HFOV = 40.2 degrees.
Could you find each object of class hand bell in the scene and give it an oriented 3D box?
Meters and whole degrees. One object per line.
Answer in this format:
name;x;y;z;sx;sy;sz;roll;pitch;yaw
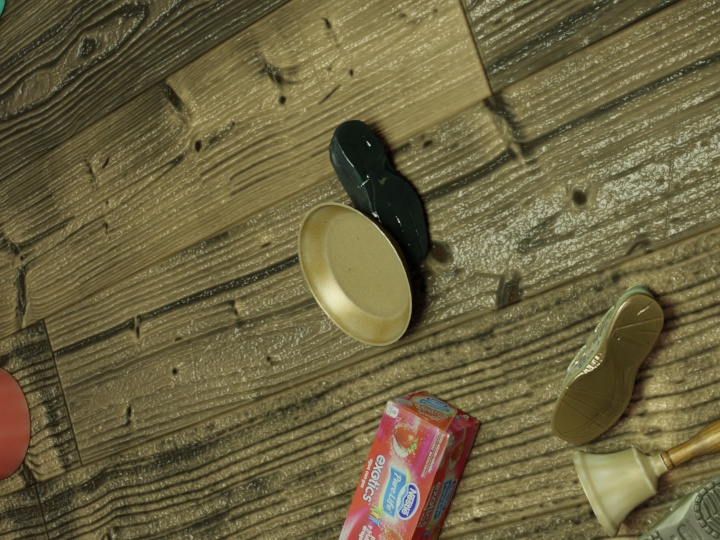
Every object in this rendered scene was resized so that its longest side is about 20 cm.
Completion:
hand bell;0.348;0.208;1.091;0.198;0.104;0.105;-28;78;15

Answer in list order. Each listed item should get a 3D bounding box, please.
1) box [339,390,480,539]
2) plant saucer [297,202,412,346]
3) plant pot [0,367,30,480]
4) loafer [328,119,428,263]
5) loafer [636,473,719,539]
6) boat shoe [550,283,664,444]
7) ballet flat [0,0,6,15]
box;0.062;0.265;1.238;0.095;0.099;0.202;25;103;27
plant saucer;0.000;0.000;1.269;0.199;0.035;0.202;27;132;34
plant pot;-0.679;0.268;1.632;0.198;0.177;0.203;1;93;30
loafer;0.023;-0.096;1.281;0.202;0.072;0.072;63;156;6
loafer;0.375;0.273;1.077;0.199;0.067;0.077;-34;78;11
boat shoe;0.284;0.110;1.134;0.073;0.063;0.201;29;110;-1
ballet flat;-0.626;-0.484;1.649;0.072;0.067;0.202;41;112;44
